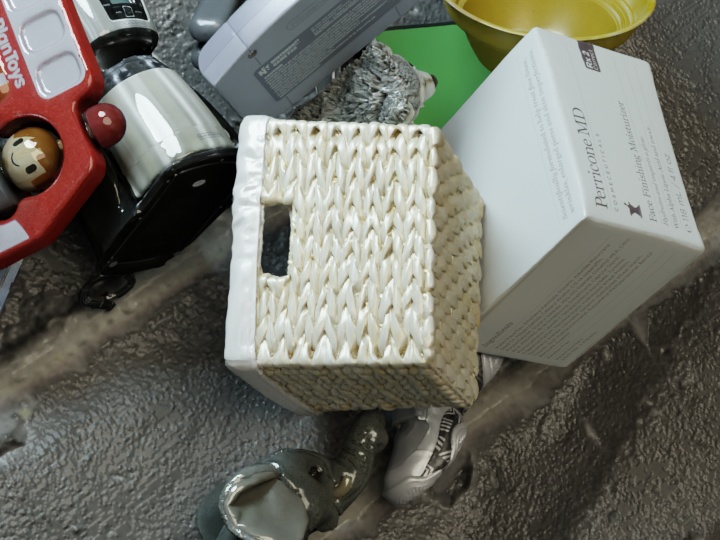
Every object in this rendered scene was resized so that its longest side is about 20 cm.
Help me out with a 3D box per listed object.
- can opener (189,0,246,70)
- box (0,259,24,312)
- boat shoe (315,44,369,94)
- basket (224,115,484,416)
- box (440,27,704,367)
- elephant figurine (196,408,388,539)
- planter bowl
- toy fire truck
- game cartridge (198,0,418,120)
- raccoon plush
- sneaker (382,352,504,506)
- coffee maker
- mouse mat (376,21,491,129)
[{"bbox_3d":[-0.127,-0.235,1.375,0.066,0.054,0.201,5,35,6],"label":"can opener"},{"bbox_3d":[-0.367,-0.022,1.262,0.199,0.040,0.138,26,66,-14],"label":"box"},{"bbox_3d":[0.002,-0.116,1.430,0.066,0.057,0.202,-9,79,-24],"label":"boat shoe"},{"bbox_3d":[0.000,0.000,1.247,0.159,0.200,0.200,-1,74,15],"label":"basket"},{"bbox_3d":[0.160,-0.057,1.365,0.130,0.200,0.200,11,52,-30],"label":"box"},{"bbox_3d":[-0.069,0.204,1.280,0.155,0.141,0.202,25,57,-51],"label":"elephant figurine"},{"bbox_3d":[0.159,-0.221,1.449,0.198,0.084,0.201,4,37,-3],"label":"planter bowl"},{"bbox_3d":[-0.265,-0.114,1.207,0.167,0.112,0.201,-26,76,9],"label":"toy fire truck"},{"bbox_3d":[-0.035,-0.203,1.296,0.200,0.133,0.041,-39,73,1],"label":"game cartridge"},{"bbox_3d":[-0.026,-0.108,1.339,0.200,0.134,0.097,-39,86,-5],"label":"raccoon plush"},{"bbox_3d":[0.042,0.097,1.379,0.115,0.075,0.201,36,60,-8],"label":"sneaker"},{"bbox_3d":[-0.208,-0.108,1.288,0.192,0.135,0.201,-38,71,11],"label":"coffee maker"},{"bbox_3d":[0.103,-0.158,1.512,0.198,0.008,0.162,-8,78,-25],"label":"mouse mat"}]
